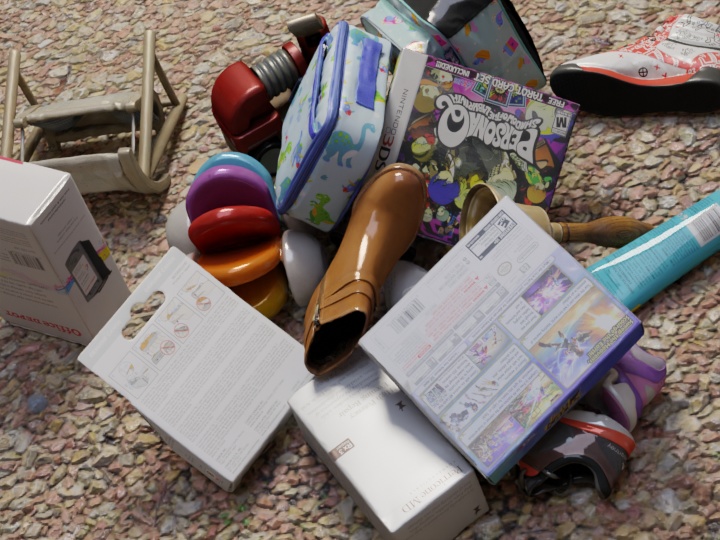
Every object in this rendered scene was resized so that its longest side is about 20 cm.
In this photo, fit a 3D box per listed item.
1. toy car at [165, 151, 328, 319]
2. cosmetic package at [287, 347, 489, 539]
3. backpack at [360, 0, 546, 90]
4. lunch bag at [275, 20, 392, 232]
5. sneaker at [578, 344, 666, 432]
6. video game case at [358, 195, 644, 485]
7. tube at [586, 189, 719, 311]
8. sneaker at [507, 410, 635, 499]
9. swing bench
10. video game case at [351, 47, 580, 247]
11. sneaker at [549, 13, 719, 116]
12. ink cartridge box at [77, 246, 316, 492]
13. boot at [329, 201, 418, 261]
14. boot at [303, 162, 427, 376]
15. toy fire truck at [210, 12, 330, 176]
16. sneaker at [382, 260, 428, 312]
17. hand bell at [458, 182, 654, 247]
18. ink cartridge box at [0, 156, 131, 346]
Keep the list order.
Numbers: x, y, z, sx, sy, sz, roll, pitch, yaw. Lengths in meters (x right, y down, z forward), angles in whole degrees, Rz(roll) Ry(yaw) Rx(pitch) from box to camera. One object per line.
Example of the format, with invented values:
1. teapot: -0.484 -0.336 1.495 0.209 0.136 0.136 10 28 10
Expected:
1. toy car: -0.133 -0.044 1.701 0.173 0.151 0.201 -14 47 7
2. cosmetic package: 0.024 0.175 1.512 0.101 0.074 0.200 -35 47 -11
3. backpack: 0.108 -0.251 1.764 0.154 0.200 0.176 -48 40 3
4. lunch bag: -0.027 -0.157 1.670 0.082 0.161 0.201 21 42 -14
5. sneaker: 0.221 0.071 1.536 0.088 0.081 0.200 -32 52 -19
6. video game case: 0.130 0.063 1.463 0.200 0.045 0.181 -44 66 -2
7. tube: 0.294 -0.008 1.597 0.199 0.051 0.078 -32 50 -3
8. sneaker: 0.152 0.166 1.477 0.198 0.077 0.082 8 61 26
9. swing bench: -0.330 -0.162 1.891 0.197 0.130 0.202 -4 55 15
10. video game case: 0.110 -0.116 1.647 0.198 0.036 0.183 18 87 -2
11. sneaker: 0.317 -0.232 1.767 0.199 0.068 0.109 4 51 17
12. ink cartridge box: -0.159 0.099 1.594 0.199 0.057 0.163 35 66 7
13. boot: 0.072 -0.066 1.716 0.198 0.070 0.133 -3 52 31
14. boot: 0.000 0.000 1.563 0.201 0.076 0.156 -52 10 23
15. toy fire truck: -0.087 -0.223 1.804 0.175 0.201 0.129 -30 46 -9
16. sneaker: 0.081 0.046 1.594 0.074 0.087 0.200 -34 47 -9
17. hand bell: 0.211 -0.037 1.603 0.198 0.105 0.105 -1 43 -21
18. ink cartridge box: -0.356 -0.023 1.726 0.146 0.201 0.086 14 55 28
